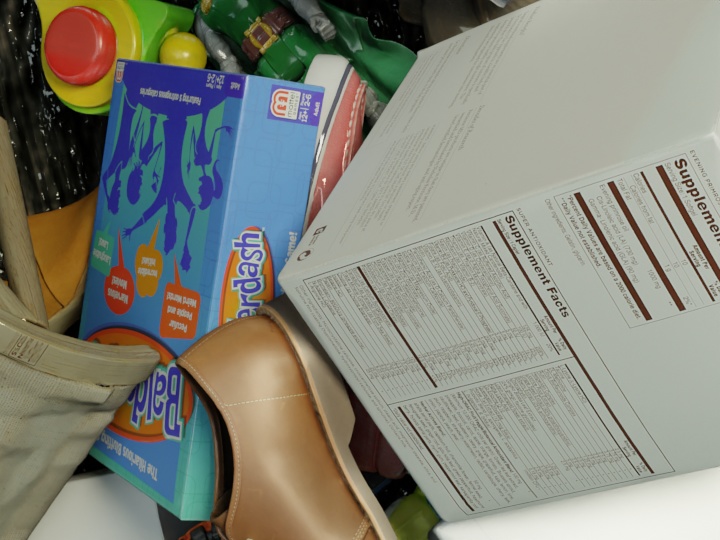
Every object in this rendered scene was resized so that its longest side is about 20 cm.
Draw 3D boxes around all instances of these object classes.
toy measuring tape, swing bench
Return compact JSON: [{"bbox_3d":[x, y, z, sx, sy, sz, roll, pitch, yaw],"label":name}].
[{"bbox_3d":[-0.170,-0.128,0.897,0.199,0.073,0.074,17,95,27],"label":"toy measuring tape"},{"bbox_3d":[-0.230,0.047,0.785,0.199,0.129,0.200,-54,51,21],"label":"swing bench"}]

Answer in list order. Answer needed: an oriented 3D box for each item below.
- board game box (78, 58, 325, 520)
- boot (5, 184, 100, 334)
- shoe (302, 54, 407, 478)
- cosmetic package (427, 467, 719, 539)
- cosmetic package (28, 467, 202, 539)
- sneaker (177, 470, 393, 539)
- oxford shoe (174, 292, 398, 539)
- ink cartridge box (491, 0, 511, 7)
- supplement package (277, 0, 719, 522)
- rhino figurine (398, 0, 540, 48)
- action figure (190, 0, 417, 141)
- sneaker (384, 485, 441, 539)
[{"bbox_3d":[-0.085,0.003,0.782,0.152,0.045,0.201,16,99,58],"label":"board game box"},{"bbox_3d":[-0.190,-0.013,0.899,0.144,0.071,0.202,25,93,22],"label":"boot"},{"bbox_3d":[0.000,0.000,0.792,0.091,0.071,0.201,11,93,5],"label":"shoe"},{"bbox_3d":[0.139,0.099,0.760,0.200,0.071,0.102,-38,80,-7],"label":"cosmetic package"},{"bbox_3d":[-0.183,0.144,0.888,0.199,0.083,0.051,-14,86,16],"label":"cosmetic package"},{"bbox_3d":[-0.035,0.123,0.849,0.075,0.078,0.200,42,84,18],"label":"sneaker"},{"bbox_3d":[-0.025,0.115,0.701,0.071,0.071,0.201,-23,90,-21],"label":"oxford shoe"},{"bbox_3d":[0.037,-0.240,0.779,0.146,0.085,0.200,-52,53,8],"label":"ink cartridge box"},{"bbox_3d":[0.110,-0.022,0.694,0.199,0.192,0.147,-18,118,35],"label":"supplement package"},{"bbox_3d":[0.106,-0.167,0.809,0.200,0.060,0.088,-32,75,17],"label":"rhino figurine"},{"bbox_3d":[-0.033,-0.107,0.859,0.118,0.055,0.200,-46,73,15],"label":"action figure"},{"bbox_3d":[0.046,0.166,0.820,0.105,0.076,0.201,30,98,14],"label":"sneaker"}]
